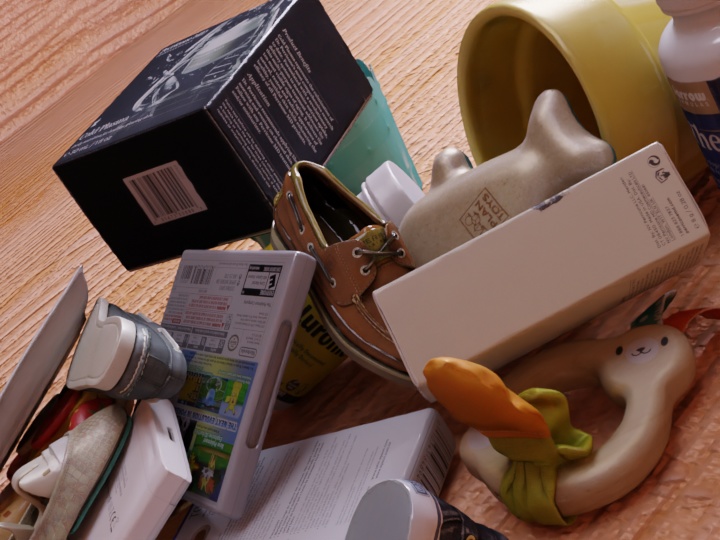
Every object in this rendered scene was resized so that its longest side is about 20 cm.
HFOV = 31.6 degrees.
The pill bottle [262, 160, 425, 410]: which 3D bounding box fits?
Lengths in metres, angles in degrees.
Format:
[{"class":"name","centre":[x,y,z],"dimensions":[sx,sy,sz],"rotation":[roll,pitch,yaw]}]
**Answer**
[{"class":"pill bottle","centre":[-0.025,0.009,1.018],"dimensions":[0.200,0.111,0.112],"rotation":[-42,20,12]}]

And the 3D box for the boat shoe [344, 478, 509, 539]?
[{"class":"boat shoe","centre":[0.019,0.216,0.652],"dimensions":[0.070,0.090,0.203],"rotation":[3,68,55]}]

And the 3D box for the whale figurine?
[{"class":"whale figurine","centre":[0.112,-0.029,0.905],"dimensions":[0.160,0.103,0.201],"rotation":[52,122,30]}]

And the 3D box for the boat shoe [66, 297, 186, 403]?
[{"class":"boat shoe","centre":[-0.179,0.066,0.966],"dimensions":[0.200,0.061,0.074],"rotation":[4,73,70]}]

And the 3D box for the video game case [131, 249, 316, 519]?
[{"class":"video game case","centre":[-0.111,0.075,0.938],"dimensions":[0.199,0.022,0.185],"rotation":[2,73,59]}]

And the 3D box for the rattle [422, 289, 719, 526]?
[{"class":"rattle","centre":[0.134,0.039,0.757],"dimensions":[0.199,0.144,0.130],"rotation":[-40,17,-9]}]

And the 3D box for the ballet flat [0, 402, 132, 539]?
[{"class":"ballet flat","centre":[-0.231,0.177,0.900],"dimensions":[0.202,0.062,0.067],"rotation":[-64,21,-12]}]

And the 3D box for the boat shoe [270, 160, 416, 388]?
[{"class":"boat shoe","centre":[0.000,0.000,0.884],"dimensions":[0.071,0.069,0.200],"rotation":[-22,50,-34]}]

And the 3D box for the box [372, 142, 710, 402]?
[{"class":"box","centre":[0.112,0.004,0.789],"dimensions":[0.198,0.069,0.082],"rotation":[-27,-16,2]}]

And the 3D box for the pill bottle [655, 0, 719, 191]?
[{"class":"pill bottle","centre":[0.264,-0.127,0.838],"dimensions":[0.110,0.201,0.111],"rotation":[-27,22,12]}]

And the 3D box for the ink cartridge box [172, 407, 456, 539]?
[{"class":"ink cartridge box","centre":[-0.049,0.187,0.826],"dimensions":[0.198,0.044,0.197],"rotation":[-20,27,33]}]

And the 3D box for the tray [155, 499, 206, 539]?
[{"class":"tray","centre":[-0.171,0.177,1.019],"dimensions":[0.098,0.037,0.200],"rotation":[-36,22,-6]}]

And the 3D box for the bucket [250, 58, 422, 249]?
[{"class":"bucket","centre":[-0.044,-0.100,1.279],"dimensions":[0.205,0.136,0.208],"rotation":[-27,23,12]}]

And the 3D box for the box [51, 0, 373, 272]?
[{"class":"box","centre":[-0.125,-0.122,1.107],"dimensions":[0.198,0.125,0.197],"rotation":[-14,30,38]}]

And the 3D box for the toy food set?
[{"class":"toy food set","centre":[-0.255,0.160,1.037],"dimensions":[0.201,0.048,0.198],"rotation":[-50,14,9]}]

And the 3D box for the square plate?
[{"class":"square plate","centre":[-0.279,0.105,1.053],"dimensions":[0.202,0.028,0.198],"rotation":[-63,8,-19]}]

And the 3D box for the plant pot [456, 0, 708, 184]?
[{"class":"plant pot","centre":[0.202,-0.134,0.970],"dimensions":[0.187,0.204,0.200],"rotation":[-24,19,-20]}]

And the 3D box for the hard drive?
[{"class":"hard drive","centre":[-0.187,0.197,0.900],"dimensions":[0.201,0.026,0.132],"rotation":[-57,22,8]}]
